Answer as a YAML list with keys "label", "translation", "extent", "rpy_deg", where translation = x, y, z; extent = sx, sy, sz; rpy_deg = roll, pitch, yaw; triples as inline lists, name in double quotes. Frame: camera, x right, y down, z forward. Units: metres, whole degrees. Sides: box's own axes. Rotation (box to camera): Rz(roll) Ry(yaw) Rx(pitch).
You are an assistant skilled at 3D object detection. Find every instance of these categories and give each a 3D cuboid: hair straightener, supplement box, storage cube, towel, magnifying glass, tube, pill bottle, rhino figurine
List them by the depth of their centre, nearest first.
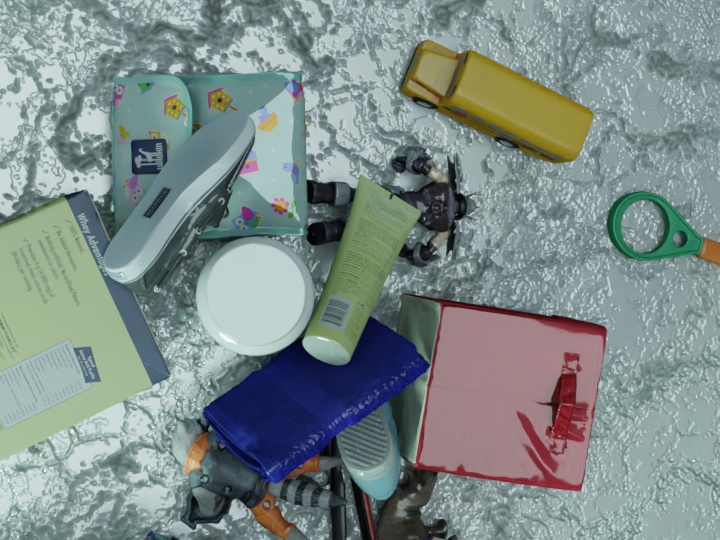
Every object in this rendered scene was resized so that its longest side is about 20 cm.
- label: "supplement box"
  translation: [-0.319, 0.052, 1.240]
  extent: [0.199, 0.134, 0.201]
  rpy_deg: [-26, 99, -14]
- label: "pill bottle"
  translation: [-0.103, 0.027, 1.260]
  extent: [0.115, 0.200, 0.117]
  rpy_deg: [0, 87, -5]
- label: "towel"
  translation: [-0.044, 0.125, 1.271]
  extent: [0.200, 0.147, 0.050]
  rpy_deg: [-35, 125, -18]
- label: "tube"
  translation: [0.000, 0.000, 1.290]
  extent: [0.058, 0.052, 0.201]
  rpy_deg: [58, 45, -47]
- label: "storage cube"
  translation: [0.135, 0.122, 1.348]
  extent: [0.178, 0.200, 0.172]
  rpy_deg: [9, 90, -10]
- label: "hair straightener"
  translation: [-0.034, 0.211, 1.380]
  extent: [0.076, 0.041, 0.202]
  rpy_deg: [-9, 95, -16]
- label: "rhino figurine"
  translation: [0.060, 0.298, 1.402]
  extent: [0.087, 0.060, 0.202]
  rpy_deg: [-3, 92, -18]
- label: "magnifying glass"
  translation: [0.380, -0.035, 1.503]
  extent: [0.199, 0.022, 0.080]
  rpy_deg: [18, 87, -14]

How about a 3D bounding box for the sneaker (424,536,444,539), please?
- label: "sneaker"
  translation: [-0.009, 0.334, 1.341]
  extent: [0.146, 0.081, 0.201]
  rpy_deg: [29, 112, 7]

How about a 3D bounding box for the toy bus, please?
- label: "toy bus"
  translation: [0.148, -0.184, 1.396]
  extent: [0.199, 0.078, 0.065]
  rpy_deg: [24, 86, -16]

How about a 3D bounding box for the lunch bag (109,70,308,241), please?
- label: "lunch bag"
  translation: [-0.154, -0.115, 1.292]
  extent: [0.198, 0.122, 0.172]
  rpy_deg: [-1, 95, -5]

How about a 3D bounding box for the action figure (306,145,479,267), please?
- label: "action figure"
  translation: [0.039, -0.069, 1.379]
  extent: [0.199, 0.069, 0.131]
  rpy_deg: [-3, 86, -20]

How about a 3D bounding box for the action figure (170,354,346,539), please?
- label: "action figure"
  translation: [-0.102, 0.188, 1.322]
  extent: [0.192, 0.105, 0.201]
  rpy_deg: [20, 82, -3]

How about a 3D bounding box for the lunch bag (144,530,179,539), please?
- label: "lunch bag"
  translation: [-0.164, 0.341, 1.263]
  extent: [0.160, 0.200, 0.083]
  rpy_deg: [37, 84, -6]

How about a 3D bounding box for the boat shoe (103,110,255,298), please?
- label: "boat shoe"
  translation: [-0.157, -0.059, 1.205]
  extent: [0.201, 0.070, 0.066]
  rpy_deg: [-56, 133, -16]

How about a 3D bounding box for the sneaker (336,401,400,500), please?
- label: "sneaker"
  translation: [0.000, 0.153, 1.337]
  extent: [0.073, 0.201, 0.082]
  rpy_deg: [-10, 134, 5]
